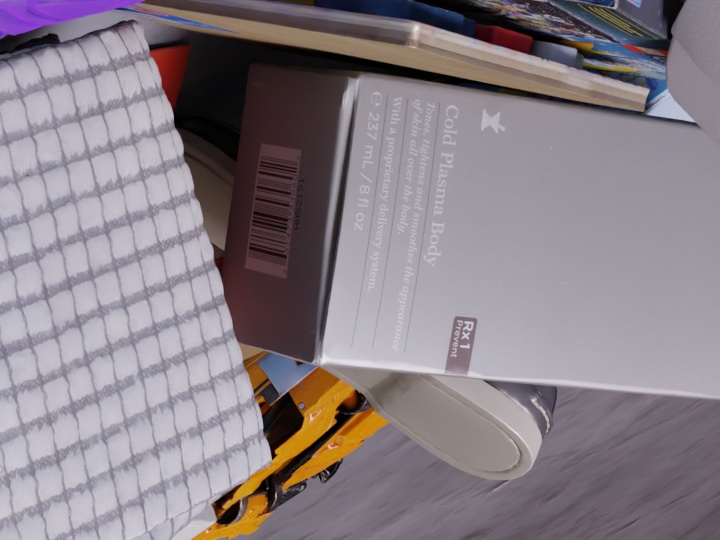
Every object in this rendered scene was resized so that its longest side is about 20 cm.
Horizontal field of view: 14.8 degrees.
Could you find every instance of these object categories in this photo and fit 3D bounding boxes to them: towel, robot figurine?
[{"bbox_3d":[-0.123,0.021,0.849,0.085,0.166,0.200,-8,-169,33],"label":"towel"},{"bbox_3d":[-0.039,0.076,1.419,0.200,0.058,0.145,-42,160,33],"label":"robot figurine"}]

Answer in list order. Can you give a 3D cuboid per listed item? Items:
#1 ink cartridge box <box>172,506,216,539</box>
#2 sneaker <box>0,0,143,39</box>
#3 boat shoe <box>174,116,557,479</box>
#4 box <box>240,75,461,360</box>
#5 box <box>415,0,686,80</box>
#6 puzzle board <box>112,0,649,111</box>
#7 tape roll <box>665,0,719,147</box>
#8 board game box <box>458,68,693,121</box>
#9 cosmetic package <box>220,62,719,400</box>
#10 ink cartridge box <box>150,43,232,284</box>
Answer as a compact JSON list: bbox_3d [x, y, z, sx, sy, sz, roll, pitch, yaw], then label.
[{"bbox_3d":[-0.187,0.135,1.280,0.200,0.083,0.147,-36,163,16],"label":"ink cartridge box"},{"bbox_3d":[-0.123,-0.089,0.765,0.200,0.070,0.099,-12,163,-38],"label":"sneaker"},{"bbox_3d":[0.000,0.000,1.089,0.073,0.200,0.063,-30,-155,54],"label":"boat shoe"},{"bbox_3d":[-0.010,-0.022,1.235,0.163,0.021,0.200,-27,164,-18],"label":"box"},{"bbox_3d":[0.055,-0.100,0.940,0.136,0.038,0.200,11,180,22],"label":"box"},{"bbox_3d":[-0.006,-0.080,0.919,0.150,0.017,0.200,12,-178,26],"label":"puzzle board"},{"bbox_3d":[0.183,-0.114,0.902,0.203,0.037,0.203,-37,161,-15],"label":"tape roll"},{"bbox_3d":[0.089,-0.047,1.206,0.196,0.056,0.200,-36,165,5],"label":"board game box"},{"bbox_3d":[0.054,-0.012,1.020,0.199,0.107,0.090,4,-176,-30],"label":"cosmetic package"},{"bbox_3d":[-0.104,0.024,0.995,0.109,0.050,0.201,-16,131,-48],"label":"ink cartridge box"}]
